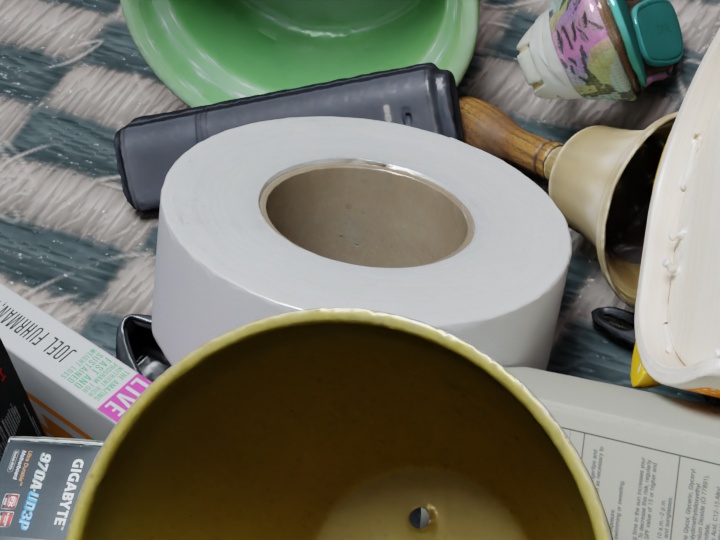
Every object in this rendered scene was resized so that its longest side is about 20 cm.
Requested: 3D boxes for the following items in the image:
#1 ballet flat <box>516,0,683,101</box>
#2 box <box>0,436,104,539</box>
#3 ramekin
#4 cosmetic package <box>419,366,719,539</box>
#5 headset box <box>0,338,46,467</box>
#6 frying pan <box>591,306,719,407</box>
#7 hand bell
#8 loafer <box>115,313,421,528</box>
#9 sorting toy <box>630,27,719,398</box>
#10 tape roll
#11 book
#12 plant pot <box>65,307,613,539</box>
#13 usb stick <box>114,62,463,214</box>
[{"bbox_3d":[0.124,-0.120,0.923,0.071,0.070,0.200,-15,3,20],"label":"ballet flat"},{"bbox_3d":[-0.128,0.193,0.695,0.046,0.159,0.201,2,50,11],"label":"box"},{"bbox_3d":[-0.028,-0.174,0.970,0.199,0.201,0.098,0,43,12],"label":"ramekin"},{"bbox_3d":[0.123,0.107,0.709,0.199,0.104,0.073,12,9,42],"label":"cosmetic package"},{"bbox_3d":[-0.192,0.127,0.681,0.077,0.149,0.201,3,49,14],"label":"headset box"},{"bbox_3d":[0.183,0.071,0.815,0.189,0.031,0.115,5,42,29],"label":"frying pan"},{"bbox_3d":[0.097,-0.060,0.925,0.104,0.104,0.200,-39,39,-20],"label":"hand bell"},{"bbox_3d":[-0.050,0.086,0.829,0.200,0.071,0.068,33,65,33],"label":"loafer"},{"bbox_3d":[0.223,0.004,0.770,0.179,0.107,0.201,19,59,-8],"label":"sorting toy"},{"bbox_3d":[0.000,0.000,0.843,0.201,0.071,0.203,6,30,-3],"label":"tape roll"},{"bbox_3d":[-0.114,0.078,0.789,0.048,0.134,0.200,-42,45,-23],"label":"book"},{"bbox_3d":[0.008,0.122,0.650,0.199,0.142,0.201,-3,81,17],"label":"plant pot"},{"bbox_3d":[-0.042,-0.073,0.962,0.199,0.033,0.056,-9,88,16],"label":"usb stick"}]
